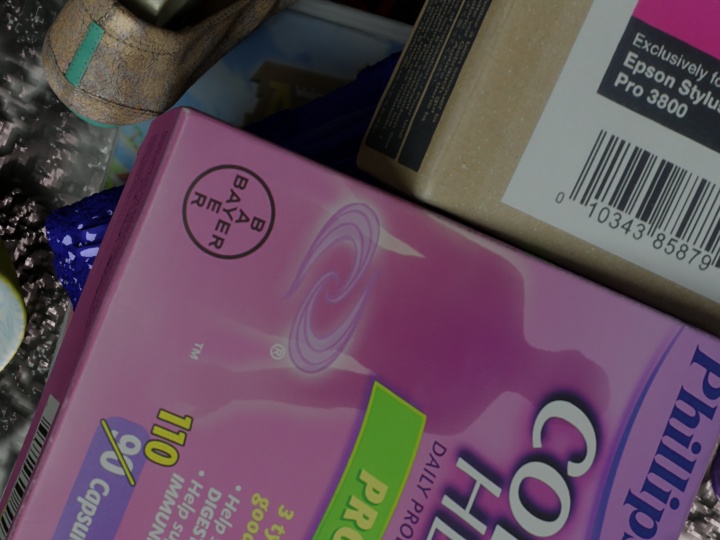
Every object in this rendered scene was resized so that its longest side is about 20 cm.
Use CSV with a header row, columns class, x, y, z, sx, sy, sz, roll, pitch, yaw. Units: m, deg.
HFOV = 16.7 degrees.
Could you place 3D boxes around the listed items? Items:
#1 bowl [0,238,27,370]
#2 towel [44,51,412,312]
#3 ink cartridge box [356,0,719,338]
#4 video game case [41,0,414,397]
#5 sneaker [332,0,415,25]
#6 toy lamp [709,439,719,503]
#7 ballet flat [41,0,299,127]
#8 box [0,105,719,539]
class,x,y,z,sx,sy,sz,roll,pitch,yaw
bowl,-0.247,-0.012,1.031,0.200,0.200,0.108,-28,61,29
towel,0.004,0.008,0.861,0.199,0.050,0.148,-24,92,-7
ink cartridge box,0.123,-0.065,0.811,0.199,0.075,0.165,23,95,-20
video game case,0.000,0.000,0.896,0.199,0.022,0.183,16,88,-6
sneaker,0.009,-0.047,0.968,0.200,0.079,0.095,44,143,-5
toy lamp,0.071,0.042,0.989,0.199,0.058,0.058,22,121,7
ballet flat,-0.035,-0.125,0.855,0.068,0.200,0.067,32,144,6
box,-0.006,0.068,0.790,0.199,0.097,0.177,24,86,-10
